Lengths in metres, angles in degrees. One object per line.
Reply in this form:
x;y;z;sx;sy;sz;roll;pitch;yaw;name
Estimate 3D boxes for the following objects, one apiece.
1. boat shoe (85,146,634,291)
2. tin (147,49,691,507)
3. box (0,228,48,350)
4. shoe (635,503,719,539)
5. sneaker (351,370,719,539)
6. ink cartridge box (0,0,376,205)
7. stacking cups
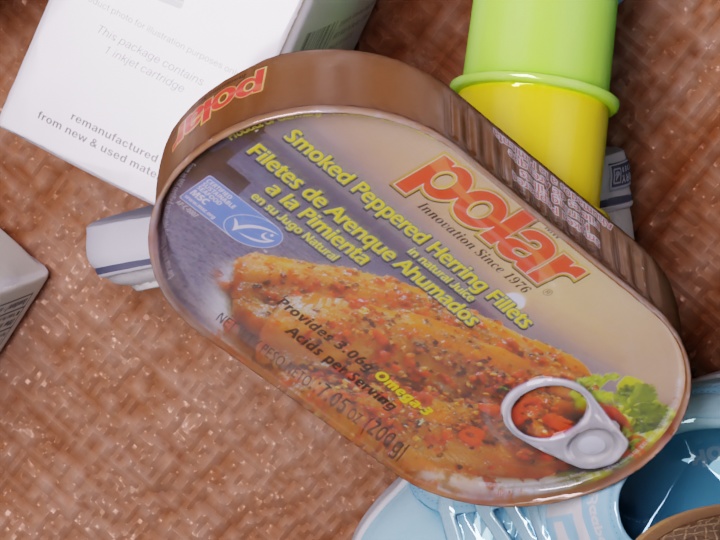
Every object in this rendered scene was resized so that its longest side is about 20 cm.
0.000;0.000;1.005;0.200;0.071;0.070;-6;97;10;boat shoe
0.022;0.004;0.897;0.112;0.042;0.200;-31;127;31;tin
-0.229;0.054;1.054;0.109;0.128;0.200;38;107;9;box
0.175;0.120;0.932;0.200;0.070;0.053;6;125;-18;shoe
0.077;0.079;0.982;0.200;0.082;0.074;-24;87;18;sneaker
-0.029;-0.129;0.949;0.083;0.147;0.200;27;105;6;ink cartridge box
0.065;-0.115;0.939;0.060;0.061;0.200;5;82;17;stacking cups
